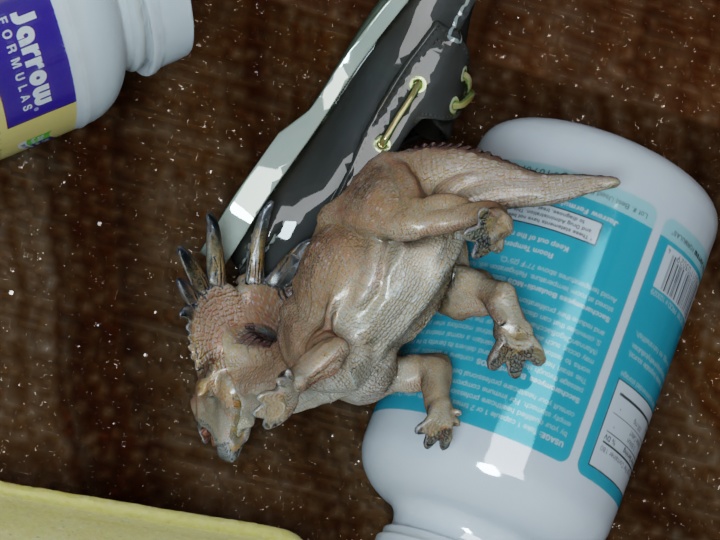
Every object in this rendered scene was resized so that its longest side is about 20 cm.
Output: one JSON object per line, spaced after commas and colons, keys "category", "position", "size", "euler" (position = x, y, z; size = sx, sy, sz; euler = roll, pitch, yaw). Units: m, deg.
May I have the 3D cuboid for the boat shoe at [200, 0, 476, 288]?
{"category": "boat shoe", "position": [0.012, -0.072, 1.077], "size": [0.060, 0.072, 0.202], "euler": [37, 82, -1]}

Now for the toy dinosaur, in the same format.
{"category": "toy dinosaur", "position": [0.000, 0.000, 0.992], "size": [0.200, 0.136, 0.086], "euler": [-43, 129, 2]}

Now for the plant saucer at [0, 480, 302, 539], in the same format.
{"category": "plant saucer", "position": [-0.130, 0.190, 0.996], "size": [0.199, 0.048, 0.201], "euler": [11, 77, -16]}

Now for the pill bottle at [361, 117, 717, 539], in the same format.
{"category": "pill bottle", "position": [0.069, 0.046, 1.041], "size": [0.110, 0.111, 0.201], "euler": [24, 75, -5]}

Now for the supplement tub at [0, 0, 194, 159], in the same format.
{"category": "supplement tub", "position": [-0.182, -0.107, 1.006], "size": [0.199, 0.145, 0.146], "euler": [-23, 84, -14]}
